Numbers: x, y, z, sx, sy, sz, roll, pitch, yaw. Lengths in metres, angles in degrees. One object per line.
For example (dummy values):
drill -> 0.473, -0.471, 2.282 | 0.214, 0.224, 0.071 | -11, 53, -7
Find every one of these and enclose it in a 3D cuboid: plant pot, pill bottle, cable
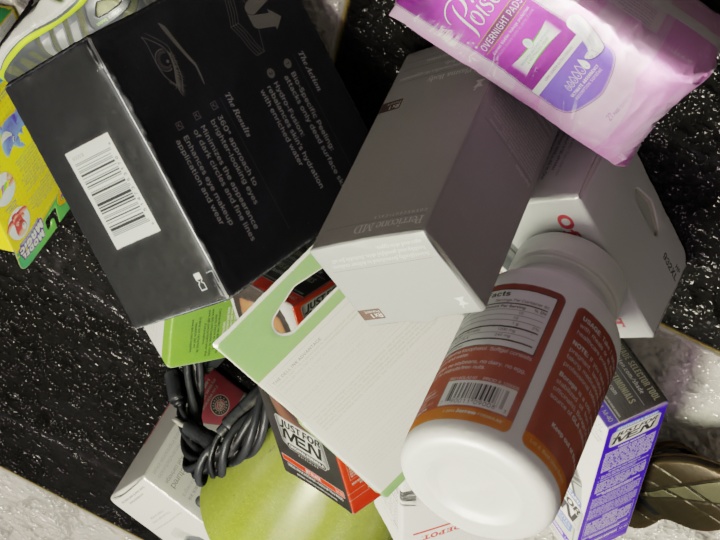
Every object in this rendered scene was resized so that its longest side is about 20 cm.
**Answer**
plant pot -> -0.024, 0.163, 1.668 | 0.186, 0.188, 0.201 | 30, 130, 1
pill bottle -> 0.112, 0.073, 1.278 | 0.111, 0.201, 0.113 | 18, 142, 15
cable -> -0.117, 0.097, 1.661 | 0.050, 0.165, 0.200 | 18, 145, -29

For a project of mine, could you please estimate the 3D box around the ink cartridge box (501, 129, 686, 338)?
ink cartridge box -> 0.120, -0.024, 1.400 | 0.199, 0.084, 0.146 | -4, 132, 38

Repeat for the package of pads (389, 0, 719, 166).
package of pads -> 0.129, -0.166, 1.231 | 0.199, 0.076, 0.121 | 34, 142, -4

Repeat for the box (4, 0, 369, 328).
box -> -0.110, -0.096, 1.338 | 0.117, 0.200, 0.198 | -18, 103, 47

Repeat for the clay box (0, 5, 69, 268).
clay box -> -0.302, -0.109, 1.577 | 0.047, 0.115, 0.201 | 11, 139, 26

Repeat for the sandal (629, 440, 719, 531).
sandal -> 0.260, 0.176, 1.574 | 0.082, 0.055, 0.200 | 43, 157, -7

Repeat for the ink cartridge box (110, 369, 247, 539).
ink cartridge box -> -0.114, 0.214, 1.800 | 0.200, 0.146, 0.085 | 39, 144, -12

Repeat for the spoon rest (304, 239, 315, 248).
spoon rest -> -0.020, -0.025, 1.480 | 0.099, 0.061, 0.201 | -38, 79, 22

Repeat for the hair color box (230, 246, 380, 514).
hair color box -> -0.035, 0.081, 1.469 | 0.101, 0.061, 0.202 | 25, 138, 49

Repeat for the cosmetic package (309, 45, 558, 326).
cosmetic package -> 0.057, -0.064, 1.295 | 0.106, 0.201, 0.090 | -11, 129, 38

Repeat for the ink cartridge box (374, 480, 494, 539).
ink cartridge box -> 0.073, 0.160, 1.569 | 0.068, 0.115, 0.201 | -123, 24, -45

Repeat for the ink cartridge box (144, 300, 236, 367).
ink cartridge box -> -0.154, -0.042, 1.541 | 0.200, 0.075, 0.149 | -127, 37, -46

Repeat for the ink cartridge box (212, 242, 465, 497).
ink cartridge box -> 0.002, 0.055, 1.377 | 0.200, 0.145, 0.048 | 44, -175, -28

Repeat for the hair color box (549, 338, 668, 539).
hair color box -> 0.179, 0.132, 1.521 | 0.110, 0.064, 0.201 | 56, 156, 32

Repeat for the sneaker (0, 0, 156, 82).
sneaker -> -0.222, -0.186, 1.466 | 0.081, 0.074, 0.200 | 38, 146, -16
